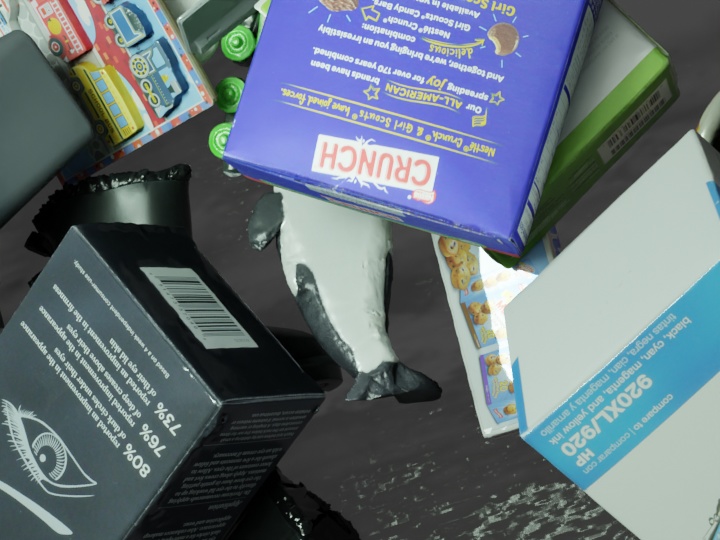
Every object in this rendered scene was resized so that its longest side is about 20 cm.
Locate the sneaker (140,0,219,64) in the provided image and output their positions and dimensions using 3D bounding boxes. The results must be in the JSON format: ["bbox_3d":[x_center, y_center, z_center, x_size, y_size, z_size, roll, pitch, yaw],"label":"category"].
[{"bbox_3d":[-0.120,-0.228,1.363,0.075,0.088,0.202,6,94,-15],"label":"sneaker"}]

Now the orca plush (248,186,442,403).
[{"bbox_3d":[0.000,0.000,1.297,0.105,0.071,0.201,-27,61,-5],"label":"orca plush"}]

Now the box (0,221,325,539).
[{"bbox_3d":[-0.142,0.095,1.241,0.148,0.104,0.200,48,115,25],"label":"box"}]

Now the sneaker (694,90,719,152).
[{"bbox_3d":[0.190,-0.005,1.184,0.074,0.090,0.202,11,90,26],"label":"sneaker"}]

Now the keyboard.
[{"bbox_3d":[-0.028,-0.200,1.286,0.200,0.056,0.011,-40,72,-7],"label":"keyboard"}]

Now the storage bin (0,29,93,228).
[{"bbox_3d":[-0.254,-0.061,1.334,0.146,0.134,0.199,56,153,-14],"label":"storage bin"}]

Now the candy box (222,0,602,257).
[{"bbox_3d":[0.036,-0.126,1.167,0.168,0.077,0.202,17,84,14],"label":"candy box"}]

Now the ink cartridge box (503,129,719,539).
[{"bbox_3d":[0.194,0.065,1.097,0.200,0.148,0.145,41,108,-17],"label":"ink cartridge box"}]

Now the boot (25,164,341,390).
[{"bbox_3d":[-0.112,0.015,1.340,0.197,0.073,0.164,-15,76,26],"label":"boot"}]

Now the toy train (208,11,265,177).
[{"bbox_3d":[-0.054,-0.157,1.348,0.056,0.042,0.202,6,88,16],"label":"toy train"}]

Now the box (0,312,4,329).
[{"bbox_3d":[-0.350,-0.003,1.478,0.199,0.046,0.160,-23,76,23],"label":"box"}]

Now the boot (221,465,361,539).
[{"bbox_3d":[-0.092,0.185,1.319,0.198,0.073,0.163,47,108,14],"label":"boot"}]

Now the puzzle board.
[{"bbox_3d":[-0.189,-0.162,1.340,0.150,0.017,0.201,-25,97,39],"label":"puzzle board"}]

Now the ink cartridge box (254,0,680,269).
[{"bbox_3d":[0.062,-0.126,1.240,0.148,0.076,0.200,-45,74,3],"label":"ink cartridge box"}]

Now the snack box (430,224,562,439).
[{"bbox_3d":[0.082,-0.007,1.274,0.071,0.024,0.202,-19,78,22],"label":"snack box"}]
